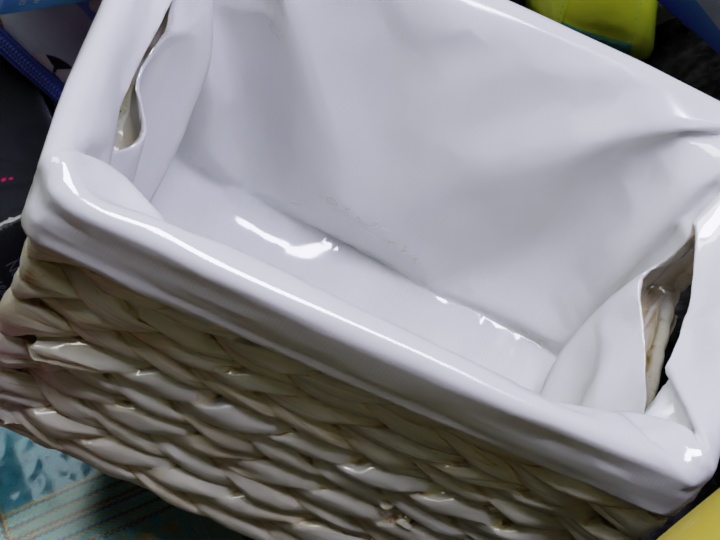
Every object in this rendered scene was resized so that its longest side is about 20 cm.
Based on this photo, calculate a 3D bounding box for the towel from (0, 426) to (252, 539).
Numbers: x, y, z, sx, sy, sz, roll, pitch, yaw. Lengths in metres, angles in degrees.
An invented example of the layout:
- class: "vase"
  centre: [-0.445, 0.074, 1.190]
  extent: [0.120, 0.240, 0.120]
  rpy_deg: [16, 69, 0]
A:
- class: "towel"
  centre: [-0.127, 0.106, 0.836]
  extent: [0.199, 0.022, 0.147]
  rpy_deg: [-22, 61, -2]

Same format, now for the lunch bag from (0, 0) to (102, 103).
- class: "lunch bag"
  centre: [-0.060, -0.117, 0.948]
  extent: [0.076, 0.160, 0.200]
  rpy_deg: [-44, 11, 30]

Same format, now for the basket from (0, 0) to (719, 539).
- class: "basket"
  centre: [0.000, 0.000, 0.791]
  extent: [0.199, 0.124, 0.136]
  rpy_deg: [25, 51, -8]

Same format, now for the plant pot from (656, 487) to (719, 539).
- class: "plant pot"
  centre: [0.093, 0.165, 0.614]
  extent: [0.189, 0.201, 0.201]
  rpy_deg: [-38, 44, 3]

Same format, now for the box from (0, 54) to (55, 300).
- class: "box"
  centre: [-0.182, 0.012, 0.915]
  extent: [0.199, 0.106, 0.122]
  rpy_deg: [-23, 45, -5]

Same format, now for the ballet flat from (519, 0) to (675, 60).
- class: "ballet flat"
  centre: [0.132, -0.149, 1.008]
  extent: [0.067, 0.067, 0.200]
  rpy_deg: [32, 63, 16]

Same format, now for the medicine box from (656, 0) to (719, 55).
- class: "medicine box"
  centre: [0.194, -0.153, 0.807]
  extent: [0.200, 0.103, 0.183]
  rpy_deg: [-11, 45, 60]

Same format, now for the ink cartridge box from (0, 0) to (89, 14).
- class: "ink cartridge box"
  centre: [-0.037, -0.156, 0.856]
  extent: [0.199, 0.068, 0.116]
  rpy_deg: [-13, 66, -31]
